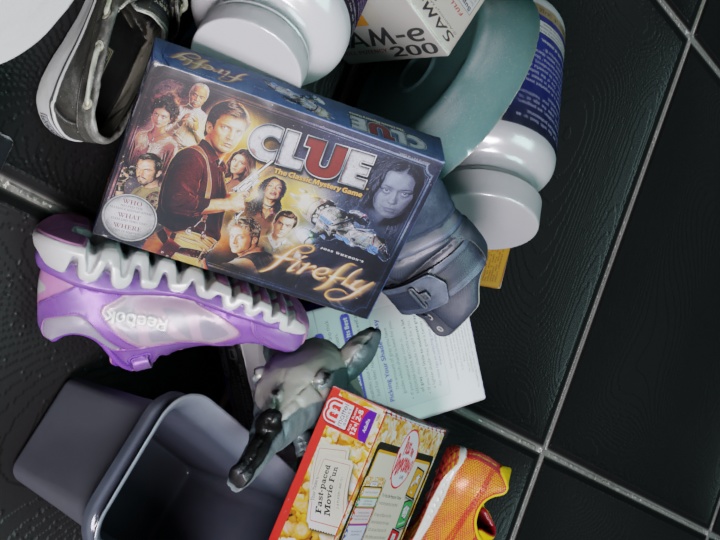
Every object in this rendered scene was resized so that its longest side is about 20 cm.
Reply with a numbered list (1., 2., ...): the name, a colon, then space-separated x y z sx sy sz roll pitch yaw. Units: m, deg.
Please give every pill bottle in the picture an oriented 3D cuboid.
1. pill bottle: 0.111 -0.127 1.091 0.116 0.115 0.202 39 50 -47
2. pill bottle: -0.047 -0.207 0.894 0.113 0.111 0.201 60 38 -40

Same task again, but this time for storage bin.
1. storage bin: -0.146 0.169 0.915 0.200 0.133 0.146 48 66 -44

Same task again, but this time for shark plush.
1. shark plush: -0.033 0.102 0.898 0.200 0.090 0.084 -65 150 -73

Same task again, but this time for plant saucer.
1. plant saucer: 0.054 -0.147 1.015 0.036 0.199 0.201 36 73 -27

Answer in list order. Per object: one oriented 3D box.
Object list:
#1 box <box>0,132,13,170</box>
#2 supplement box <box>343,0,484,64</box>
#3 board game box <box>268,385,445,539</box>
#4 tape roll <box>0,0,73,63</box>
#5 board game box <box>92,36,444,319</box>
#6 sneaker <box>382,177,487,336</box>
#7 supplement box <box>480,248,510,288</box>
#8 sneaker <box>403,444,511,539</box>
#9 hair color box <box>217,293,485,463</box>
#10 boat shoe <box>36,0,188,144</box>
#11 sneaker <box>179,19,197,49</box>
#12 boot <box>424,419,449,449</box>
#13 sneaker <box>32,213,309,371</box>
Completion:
1. box: -0.305 -0.016 0.721 0.141 0.078 0.202 32 77 -52
2. supplement box: 0.058 -0.261 1.018 0.074 0.125 0.201 46 67 -32
3. board game box: -0.014 0.192 0.926 0.202 0.046 0.151 -67 157 -4
4. tape roll: -0.248 -0.214 0.733 0.201 0.070 0.205 -17 113 -45
5. board game box: -0.061 -0.056 0.854 0.198 0.035 0.136 17 122 -14
6. sneaker: 0.000 0.001 0.976 0.146 0.201 0.077 46 38 -32
7. supplement box: 0.052 -0.027 1.137 0.199 0.066 0.070 5 98 -49
8. sneaker: 0.079 0.251 1.199 0.073 0.077 0.201 -67 -178 -55
9. hair color box: -0.007 0.075 1.035 0.198 0.065 0.111 -14 95 -25
10. boat shoe: -0.145 -0.176 0.866 0.071 0.063 0.202 29 79 -48
11. sneaker: -0.059 -0.116 0.969 0.074 0.081 0.200 -59 137 -18
12. boot: -0.002 0.177 1.138 0.199 0.069 0.133 28 85 -45
13. sneaker: -0.135 0.029 0.894 0.198 0.081 0.089 15 104 -15
